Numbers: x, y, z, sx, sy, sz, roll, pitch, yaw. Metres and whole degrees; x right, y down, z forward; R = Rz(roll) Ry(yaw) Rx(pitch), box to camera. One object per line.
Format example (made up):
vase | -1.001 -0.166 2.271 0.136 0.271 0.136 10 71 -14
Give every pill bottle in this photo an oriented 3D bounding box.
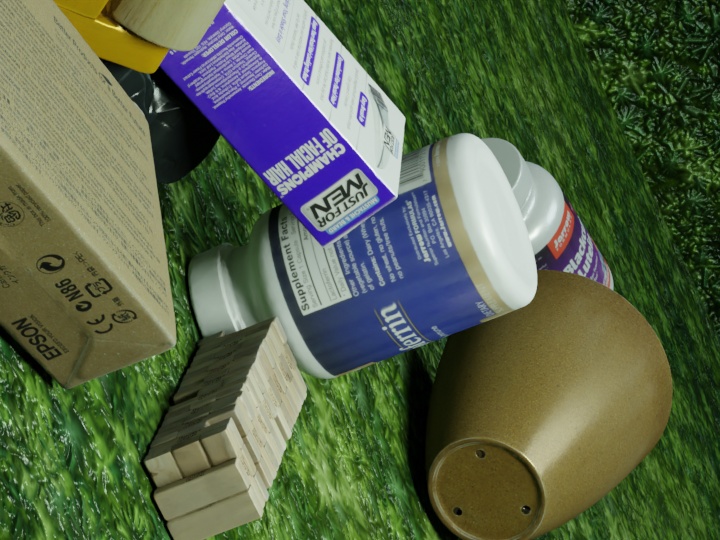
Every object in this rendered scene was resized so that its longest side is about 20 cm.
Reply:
pill bottle | 0.000 0.000 1.804 0.116 0.199 0.116 -21 90 -75
pill bottle | 0.142 -0.027 2.565 0.200 0.111 0.112 53 21 -47

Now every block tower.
block tower | -0.076 0.089 1.686 0.200 0.058 0.054 -74 142 -69

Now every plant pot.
plant pot | 0.125 0.123 2.194 0.187 0.186 0.200 65 26 -14

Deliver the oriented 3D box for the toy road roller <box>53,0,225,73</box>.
toy road roller | -0.164 -0.212 1.577 0.200 0.123 0.146 20 26 -34

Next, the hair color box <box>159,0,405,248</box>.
hair color box | -0.059 -0.122 1.713 0.200 0.065 0.109 47 22 -19

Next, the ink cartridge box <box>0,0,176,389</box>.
ink cartridge box | -0.176 -0.061 1.485 0.200 0.075 0.165 52 20 -47

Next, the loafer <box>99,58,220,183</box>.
loafer | -0.157 -0.107 1.671 0.072 0.073 0.200 47 6 25
